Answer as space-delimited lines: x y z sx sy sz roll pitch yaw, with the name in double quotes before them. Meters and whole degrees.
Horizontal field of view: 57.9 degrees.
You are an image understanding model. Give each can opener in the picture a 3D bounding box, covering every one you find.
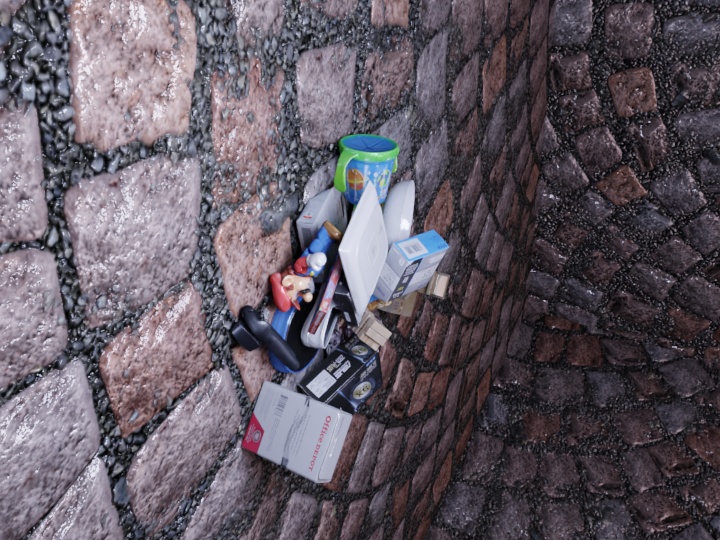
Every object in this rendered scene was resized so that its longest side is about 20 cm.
"can opener" -0.182 0.137 1.304 0.078 0.064 0.200 -32 138 9

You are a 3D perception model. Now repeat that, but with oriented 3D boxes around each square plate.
"square plate" 0.016 -0.045 1.349 0.203 0.028 0.201 74 30 -46

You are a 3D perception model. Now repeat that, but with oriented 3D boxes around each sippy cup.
"sippy cup" 0.014 -0.220 1.452 0.140 0.173 0.134 -120 -150 -57

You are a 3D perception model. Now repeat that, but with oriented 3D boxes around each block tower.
"block tower" 0.003 0.114 1.494 0.057 0.200 0.054 38 92 -24

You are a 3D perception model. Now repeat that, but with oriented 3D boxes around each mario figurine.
"mario figurine" -0.096 0.006 1.316 0.201 0.106 0.123 -51 138 3

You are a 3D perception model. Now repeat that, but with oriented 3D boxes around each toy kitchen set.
"toy kitchen set" 0.145 0.029 1.841 0.180 0.160 0.205 17 89 -65

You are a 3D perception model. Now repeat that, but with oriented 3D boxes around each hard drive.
"hard drive" 0.000 0.000 1.427 0.141 0.037 0.204 74 29 -56

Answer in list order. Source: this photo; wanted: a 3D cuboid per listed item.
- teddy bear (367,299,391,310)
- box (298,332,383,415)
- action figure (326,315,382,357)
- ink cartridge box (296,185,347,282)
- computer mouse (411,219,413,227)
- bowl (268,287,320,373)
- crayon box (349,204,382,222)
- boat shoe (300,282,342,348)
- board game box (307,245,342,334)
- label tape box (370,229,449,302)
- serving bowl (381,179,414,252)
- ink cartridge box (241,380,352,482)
"teddy bear" 0.069 0.030 1.685 0.066 0.145 0.203 24 101 -26
"box" -0.043 0.278 1.591 0.199 0.085 0.166 -40 147 -24
"action figure" -0.035 0.157 1.643 0.197 0.069 0.133 -3 114 -49
"ink cartridge box" -0.081 -0.100 1.445 0.202 0.049 0.165 -71 160 -47
"computer mouse" 0.127 -0.037 1.734 0.202 0.052 0.140 -104 -144 -54
"bowl" -0.133 0.131 1.448 0.201 0.039 0.205 -44 142 -49
"crayon box" 0.014 -0.103 1.577 0.119 0.057 0.205 32 72 -75
"boat shoe" -0.063 0.079 1.438 0.203 0.067 0.073 -62 152 -28
"board game box" -0.062 0.025 1.363 0.104 0.019 0.203 118 -8 -56
"label tape box" 0.104 0.011 1.514 0.141 0.066 0.202 -20 146 -40
"serving bowl" 0.081 -0.118 1.559 0.200 0.064 0.206 10 90 -81
"ink cartridge box" -0.133 0.339 1.375 0.083 0.196 0.149 39 70 -63
